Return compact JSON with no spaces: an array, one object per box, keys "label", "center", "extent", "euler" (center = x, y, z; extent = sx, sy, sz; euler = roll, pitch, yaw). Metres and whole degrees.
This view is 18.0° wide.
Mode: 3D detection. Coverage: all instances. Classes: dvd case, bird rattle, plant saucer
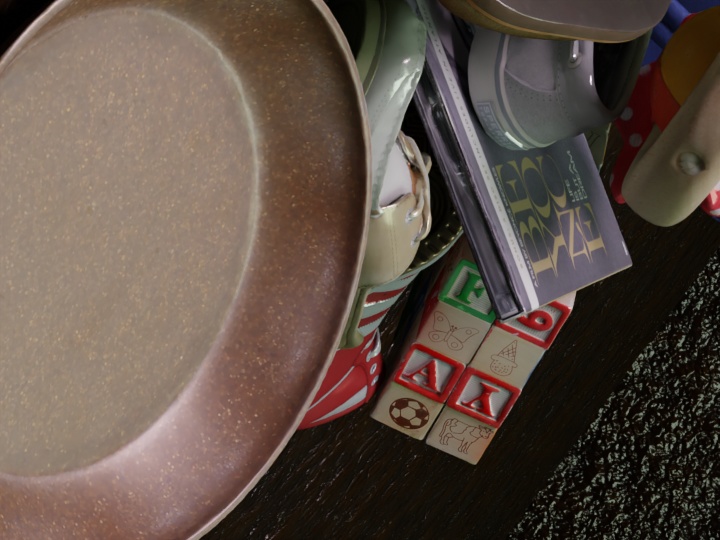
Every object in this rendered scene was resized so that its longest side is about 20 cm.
[{"label":"dvd case","center":[0.065,-0.061,0.970],"extent":[0.016,0.150,0.200],"euler":[-21,178,20]},{"label":"bird rattle","center":[0.145,-0.084,0.893],"extent":[0.200,0.113,0.163],"euler":[-45,-177,42]},{"label":"plant saucer","center":[-0.072,-0.004,0.688],"extent":[0.200,0.036,0.202],"euler":[-27,127,-42]}]

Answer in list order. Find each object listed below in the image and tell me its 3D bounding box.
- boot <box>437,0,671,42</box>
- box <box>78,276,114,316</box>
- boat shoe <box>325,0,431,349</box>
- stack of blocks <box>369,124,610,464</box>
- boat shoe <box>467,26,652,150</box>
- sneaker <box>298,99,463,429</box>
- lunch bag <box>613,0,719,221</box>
[{"label":"boot","center":[0.062,-0.102,0.784],"extent":[0.075,0.074,0.200],"euler":[-27,177,30]},{"label":"box","center":[-0.131,0.067,0.810],"extent":[0.201,0.044,0.160],"euler":[-55,169,12]},{"label":"boat shoe","center":[-0.006,-0.034,0.877],"extent":[0.200,0.068,0.075],"euler":[122,-20,-55]},{"label":"stack of blocks","center":[0.071,-0.016,1.143],"extent":[0.201,0.058,0.116],"euler":[-71,-173,-49]},{"label":"boat shoe","center":[0.105,-0.138,0.925],"extent":[0.072,0.068,0.201],"euler":[52,51,-34]},{"label":"sneaker","center":[0.000,0.000,1.050],"extent":[0.200,0.071,0.112],"euler":[-47,166,10]},{"label":"lunch bag","center":[0.177,-0.117,1.070],"extent":[0.132,0.200,0.136],"euler":[-34,164,-50]}]
